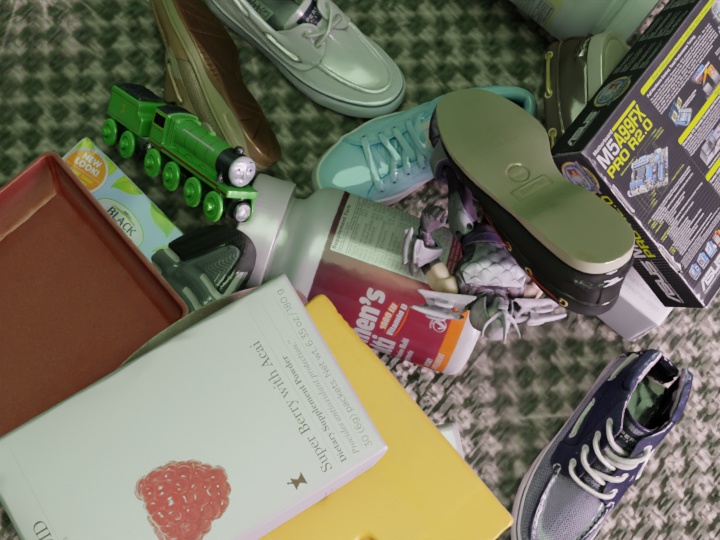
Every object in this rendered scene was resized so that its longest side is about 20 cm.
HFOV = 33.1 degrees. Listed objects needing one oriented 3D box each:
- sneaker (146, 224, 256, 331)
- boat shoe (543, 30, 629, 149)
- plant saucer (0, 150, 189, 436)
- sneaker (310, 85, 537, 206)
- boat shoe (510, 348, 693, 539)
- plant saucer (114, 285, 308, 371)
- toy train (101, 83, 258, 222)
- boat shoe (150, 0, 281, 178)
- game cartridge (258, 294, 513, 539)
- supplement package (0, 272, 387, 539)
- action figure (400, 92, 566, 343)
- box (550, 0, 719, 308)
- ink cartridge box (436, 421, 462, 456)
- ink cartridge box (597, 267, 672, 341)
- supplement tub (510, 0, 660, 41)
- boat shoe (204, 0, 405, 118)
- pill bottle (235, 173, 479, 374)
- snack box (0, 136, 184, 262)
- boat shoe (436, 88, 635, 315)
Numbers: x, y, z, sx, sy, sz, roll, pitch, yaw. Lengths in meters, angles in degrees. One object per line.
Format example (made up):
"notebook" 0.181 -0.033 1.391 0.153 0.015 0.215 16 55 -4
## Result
"sneaker" -0.139 0.058 0.924 0.200 0.115 0.075 -44 55 3
"boat shoe" 0.167 -0.079 0.924 0.059 0.072 0.202 1 90 38
"plant saucer" -0.244 0.040 0.871 0.199 0.037 0.200 -41 61 -7
"sneaker" 0.053 -0.110 0.993 0.199 0.082 0.074 -23 80 -10
"boat shoe" 0.187 0.145 0.947 0.074 0.093 0.201 31 77 2
"plant saucer" -0.111 0.089 0.874 0.200 0.200 0.032 -36 67 -12
"toy train" -0.140 -0.094 0.935 0.042 0.200 0.057 0 114 -42
"boat shoe" -0.134 -0.153 0.988 0.064 0.071 0.201 -37 62 22
"game cartridge" -0.028 0.145 0.796 0.176 0.032 0.200 -39 81 -12
"supplement package" -0.101 0.112 0.721 0.199 0.120 0.122 -31 81 -9
"action figure" 0.088 -0.031 0.887 0.129 0.069 0.201 11 50 -20
"box" 0.249 -0.098 0.902 0.160 0.044 0.200 46 70 -20
"ink cartridge box" -0.028 0.175 0.885 0.198 0.145 0.084 -10 79 -7
"ink cartridge box" 0.235 -0.068 1.000 0.145 0.084 0.200 38 78 5
"supplement tub" 0.169 -0.283 1.009 0.200 0.145 0.145 39 77 4
"boat shoe" -0.048 -0.199 1.009 0.199 0.065 0.074 31 73 2
"pill bottle" 0.000 0.000 0.951 0.199 0.110 0.110 19 77 -1
"snack box" -0.238 0.016 0.953 0.142 0.053 0.200 45 79 4
"boat shoe" 0.111 -0.051 0.834 0.073 0.063 0.202 -23 52 -18
